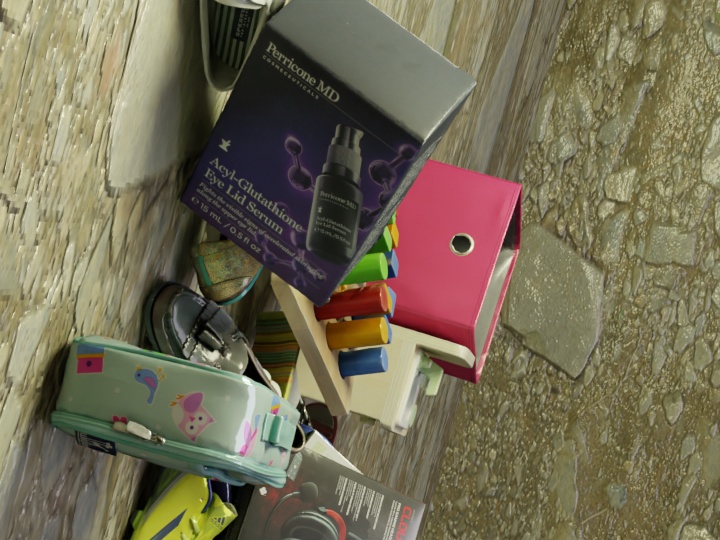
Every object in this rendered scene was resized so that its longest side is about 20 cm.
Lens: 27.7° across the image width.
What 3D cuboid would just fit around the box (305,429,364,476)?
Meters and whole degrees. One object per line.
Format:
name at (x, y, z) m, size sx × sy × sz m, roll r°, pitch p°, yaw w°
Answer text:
box at (-0.054, 0.276, 1.394) m, size 0.200 × 0.144 × 0.036 m, roll -51°, pitch -172°, yaw -26°

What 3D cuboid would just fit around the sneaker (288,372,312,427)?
sneaker at (-0.075, 0.171, 1.582) m, size 0.074 × 0.079 × 0.201 m, roll -61°, pitch 161°, yaw -46°

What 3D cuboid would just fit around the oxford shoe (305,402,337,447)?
oxford shoe at (-0.068, 0.264, 1.761) m, size 0.074 × 0.070 × 0.202 m, roll 86°, pitch 22°, yaw -65°

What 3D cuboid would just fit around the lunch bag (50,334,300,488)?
lunch bag at (-0.126, 0.108, 1.058) m, size 0.200 × 0.159 × 0.078 m, roll 51°, pitch 55°, yaw -77°

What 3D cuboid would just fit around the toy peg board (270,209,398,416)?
toy peg board at (0.000, 0.000, 1.426) m, size 0.201 × 0.097 × 0.200 m, roll -82°, pitch 158°, yaw -43°

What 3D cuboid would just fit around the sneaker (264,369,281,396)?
sneaker at (-0.112, 0.093, 1.298) m, size 0.200 × 0.084 × 0.073 m, roll 71°, pitch 39°, yaw -68°

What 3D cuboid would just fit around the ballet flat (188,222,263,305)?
ballet flat at (-0.095, -0.046, 1.261) m, size 0.200 × 0.070 × 0.071 m, roll -61°, pitch 163°, yaw -55°

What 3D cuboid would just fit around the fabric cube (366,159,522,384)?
fabric cube at (0.075, -0.008, 1.760) m, size 0.200 × 0.197 × 0.198 m, roll 78°, pitch 31°, yaw -67°

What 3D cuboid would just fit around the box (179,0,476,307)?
box at (-0.028, -0.099, 1.119) m, size 0.104 × 0.147 × 0.201 m, roll -50°, pitch 174°, yaw -47°

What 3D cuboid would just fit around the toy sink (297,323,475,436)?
toy sink at (0.017, 0.119, 1.651) m, size 0.130 × 0.198 × 0.113 m, roll 44°, pitch 62°, yaw -78°

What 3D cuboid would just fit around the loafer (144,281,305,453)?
loafer at (-0.104, 0.083, 1.198) m, size 0.072 × 0.062 × 0.201 m, roll -61°, pitch 139°, yaw -31°

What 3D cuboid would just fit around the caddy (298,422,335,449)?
caddy at (-0.092, 0.251, 1.458) m, size 0.105 × 0.140 × 0.202 m, roll 90°, pitch 18°, yaw -68°

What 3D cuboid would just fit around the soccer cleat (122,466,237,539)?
soccer cleat at (-0.153, 0.222, 1.263) m, size 0.065 × 0.083 × 0.202 m, roll 51°, pitch 55°, yaw -75°

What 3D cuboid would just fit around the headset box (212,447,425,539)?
headset box at (-0.038, 0.255, 1.330) m, size 0.075 × 0.199 × 0.150 m, roll -15°, pitch -129°, yaw 57°

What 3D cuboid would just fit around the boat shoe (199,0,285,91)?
boat shoe at (-0.081, -0.214, 1.055) m, size 0.201 × 0.073 × 0.067 m, roll 94°, pitch 14°, yaw -47°

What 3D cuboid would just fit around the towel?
towel at (-0.099, 0.134, 1.413) m, size 0.086 × 0.018 × 0.202 m, roll -13°, pitch -121°, yaw 56°
